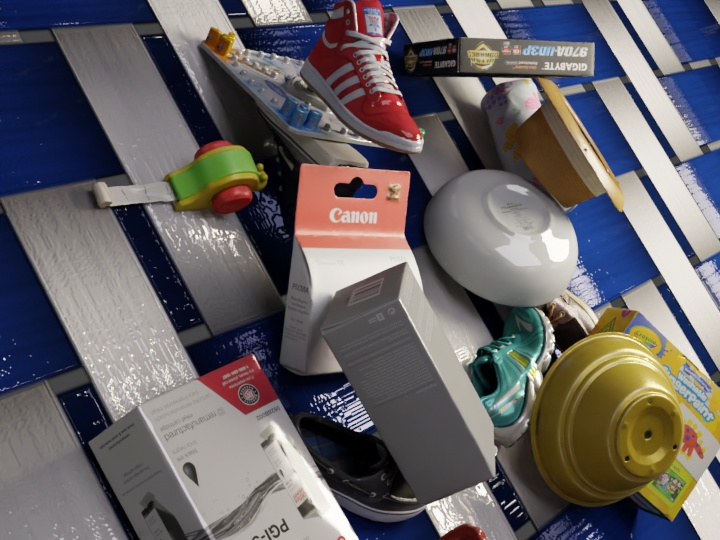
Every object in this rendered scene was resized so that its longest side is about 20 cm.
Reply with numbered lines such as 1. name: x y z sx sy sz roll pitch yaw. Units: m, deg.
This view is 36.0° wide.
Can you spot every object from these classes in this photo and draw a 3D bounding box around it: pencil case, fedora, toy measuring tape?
1. pencil case: 0.231 -0.163 1.519 0.091 0.083 0.200 20 48 -59
2. fedora: 0.254 -0.145 1.399 0.201 0.082 0.201 51 17 -22
3. toy measuring tape: -0.162 -0.091 1.080 0.200 0.074 0.074 -7 68 -48

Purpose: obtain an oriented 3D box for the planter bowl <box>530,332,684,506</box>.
1. planter bowl: 0.293 0.172 1.219 0.200 0.083 0.201 -3 96 -26

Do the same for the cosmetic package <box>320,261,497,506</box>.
1. cosmetic package: 0.050 0.105 1.039 0.107 0.090 0.200 -70 136 -71

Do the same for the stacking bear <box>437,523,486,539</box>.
1. stacking bear: 0.138 0.337 1.048 0.200 0.114 0.122 33 29 -40

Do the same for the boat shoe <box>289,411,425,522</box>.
1. boat shoe: 0.000 0.181 1.050 0.200 0.066 0.070 30 45 -27

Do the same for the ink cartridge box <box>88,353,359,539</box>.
1. ink cartridge box: -0.108 0.190 0.922 0.147 0.083 0.200 -23 80 -51

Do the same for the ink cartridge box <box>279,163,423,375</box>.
1. ink cartridge box: 0.000 0.000 1.115 0.162 0.057 0.200 -1 105 -45

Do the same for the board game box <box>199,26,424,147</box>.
1. board game box: -0.050 -0.202 1.236 0.200 0.026 0.200 2 34 -44

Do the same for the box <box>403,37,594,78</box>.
1. box: 0.177 -0.274 1.441 0.200 0.159 0.046 -3 99 -24

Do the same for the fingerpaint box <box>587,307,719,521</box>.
1. fingerpaint box: 0.333 0.170 1.329 0.200 0.073 0.167 40 78 -17

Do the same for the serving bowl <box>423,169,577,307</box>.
1. serving bowl: 0.180 -0.053 1.348 0.200 0.066 0.200 12 49 -14

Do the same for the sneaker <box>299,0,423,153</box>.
1. sneaker: 0.015 -0.208 1.141 0.071 0.113 0.200 5 31 -42

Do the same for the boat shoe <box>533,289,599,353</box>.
1. boat shoe: 0.228 0.048 1.376 0.072 0.072 0.200 -22 76 -47

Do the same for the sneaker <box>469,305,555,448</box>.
1. sneaker: 0.169 0.107 1.273 0.080 0.078 0.200 33 43 -11

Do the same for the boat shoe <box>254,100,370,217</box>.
1. boat shoe: -0.072 -0.123 1.203 0.075 0.093 0.200 6 31 -38
